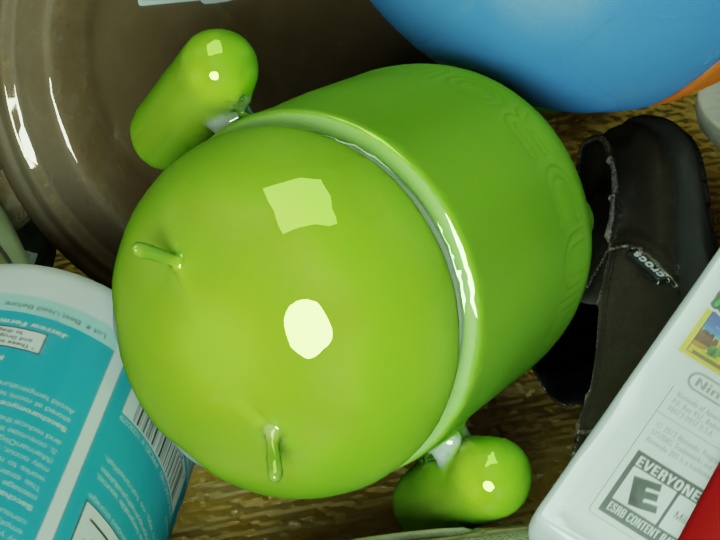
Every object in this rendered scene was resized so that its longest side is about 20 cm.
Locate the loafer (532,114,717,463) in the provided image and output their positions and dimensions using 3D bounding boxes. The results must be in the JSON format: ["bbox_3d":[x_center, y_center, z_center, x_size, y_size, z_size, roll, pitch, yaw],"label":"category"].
[{"bbox_3d":[0.091,0.010,0.817,0.071,0.073,0.200,-5,33,1],"label":"loafer"}]

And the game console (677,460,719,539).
[{"bbox_3d":[0.209,0.071,0.648,0.200,0.172,0.119,-56,18,-27],"label":"game console"}]

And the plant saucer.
[{"bbox_3d":[-0.046,-0.081,0.865,0.200,0.201,0.029,-26,14,-27],"label":"plant saucer"}]

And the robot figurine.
[{"bbox_3d":[0.000,0.000,0.731,0.116,0.176,0.200,-34,-2,31],"label":"robot figurine"}]

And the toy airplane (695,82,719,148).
[{"bbox_3d":[0.254,-0.074,0.859,0.200,0.141,0.199,-32,43,-33],"label":"toy airplane"}]

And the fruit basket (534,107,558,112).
[{"bbox_3d":[0.012,-0.142,1.013,0.155,0.216,0.216,-25,18,40],"label":"fruit basket"}]

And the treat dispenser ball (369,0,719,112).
[{"bbox_3d":[0.083,-0.156,0.813,0.200,0.201,0.201,-4,34,3],"label":"treat dispenser ball"}]

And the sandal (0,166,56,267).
[{"bbox_3d":[-0.139,-0.007,0.887,0.057,0.080,0.201,-1,37,-25],"label":"sandal"}]

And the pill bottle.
[{"bbox_3d":[-0.120,0.094,0.690,0.110,0.111,0.200,2,34,11],"label":"pill bottle"}]

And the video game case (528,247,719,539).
[{"bbox_3d":[0.179,0.062,0.674,0.200,0.023,0.182,32,63,14],"label":"video game case"}]

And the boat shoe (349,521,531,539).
[{"bbox_3d":[0.026,0.110,0.694,0.200,0.073,0.063,-15,1,-10],"label":"boat shoe"}]
